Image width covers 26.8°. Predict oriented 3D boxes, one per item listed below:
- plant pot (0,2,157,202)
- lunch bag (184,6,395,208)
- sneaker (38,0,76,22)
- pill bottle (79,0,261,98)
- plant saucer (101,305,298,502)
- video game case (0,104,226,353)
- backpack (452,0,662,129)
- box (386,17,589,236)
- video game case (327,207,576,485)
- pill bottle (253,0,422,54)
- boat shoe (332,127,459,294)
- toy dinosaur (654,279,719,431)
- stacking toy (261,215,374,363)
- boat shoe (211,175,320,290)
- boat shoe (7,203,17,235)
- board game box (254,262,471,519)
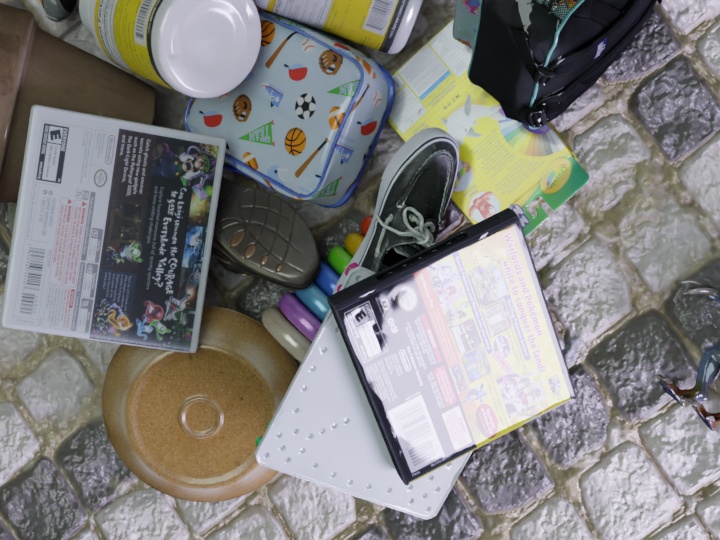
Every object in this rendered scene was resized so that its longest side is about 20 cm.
[{"bbox_3d":[-0.291,-0.143,1.464,0.173,0.200,0.203,11,91,-12],"label":"plant pot"},{"bbox_3d":[-0.073,-0.154,1.438,0.199,0.075,0.162,30,104,32],"label":"lunch bag"},{"bbox_3d":[-0.274,-0.347,1.525,0.076,0.078,0.202,18,94,7],"label":"sneaker"},{"bbox_3d":[-0.187,-0.235,1.423,0.199,0.111,0.112,28,97,50],"label":"pill bottle"},{"bbox_3d":[-0.151,0.135,1.445,0.198,0.035,0.203,0,106,-1],"label":"plant saucer"},{"bbox_3d":[-0.224,-0.036,1.381,0.180,0.023,0.202,9,87,-16],"label":"video game case"},{"bbox_3d":[0.180,-0.250,1.329,0.199,0.176,0.153,-38,69,-16],"label":"backpack"},{"bbox_3d":[0.114,-0.124,1.415,0.117,0.048,0.201,-41,75,11],"label":"box"},{"bbox_3d":[0.085,0.070,1.338,0.179,0.026,0.201,-26,118,-8],"label":"video game case"},{"bbox_3d":[-0.038,-0.284,1.401,0.198,0.112,0.113,19,93,-6],"label":"pill bottle"},{"bbox_3d":[0.040,-0.030,1.360,0.201,0.073,0.068,-59,33,4],"label":"boat shoe"},{"bbox_3d":[0.347,0.053,1.343,0.181,0.105,0.200,-43,114,-3],"label":"toy dinosaur"},{"bbox_3d":[0.000,0.000,1.433,0.085,0.085,0.200,42,92,14],"label":"stacking toy"},{"bbox_3d":[-0.109,-0.036,1.452,0.199,0.074,0.074,35,70,32],"label":"boat shoe"},{"bbox_3d":[-0.287,-0.021,1.521,0.200,0.062,0.075,40,101,29],"label":"boat shoe"},{"bbox_3d":[0.028,0.111,1.365,0.199,0.026,0.201,22,104,-27],"label":"board game box"}]
